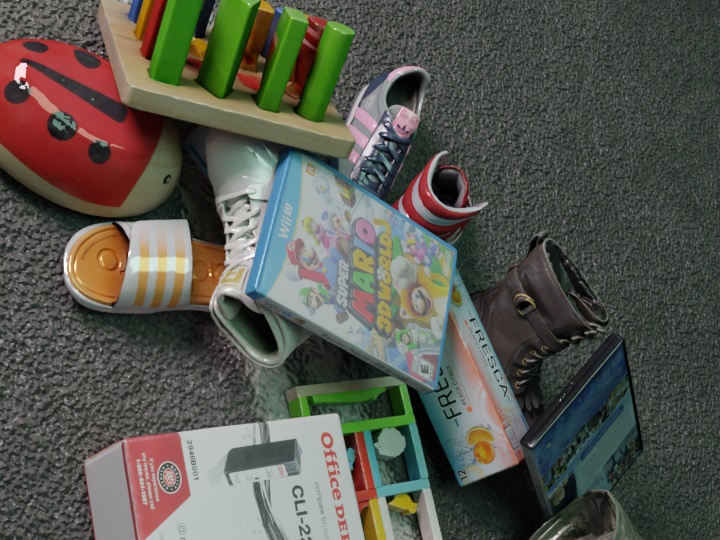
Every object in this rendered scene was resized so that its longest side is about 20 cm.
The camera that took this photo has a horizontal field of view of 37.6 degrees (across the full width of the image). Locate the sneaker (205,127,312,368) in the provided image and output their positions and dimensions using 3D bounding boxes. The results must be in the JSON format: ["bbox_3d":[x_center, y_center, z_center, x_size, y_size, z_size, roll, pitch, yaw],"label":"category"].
[{"bbox_3d":[-0.089,-0.021,0.875,0.202,0.073,0.116,67,26,-14],"label":"sneaker"}]

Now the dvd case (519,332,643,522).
[{"bbox_3d":[0.219,0.170,1.026,0.143,0.017,0.201,-45,139,-19],"label":"dvd case"}]

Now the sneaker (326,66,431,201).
[{"bbox_3d":[0.019,-0.125,1.058,0.070,0.082,0.202,30,57,-27],"label":"sneaker"}]

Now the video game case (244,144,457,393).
[{"bbox_3d":[0.000,0.000,0.898,0.199,0.018,0.145,31,56,-30],"label":"video game case"}]

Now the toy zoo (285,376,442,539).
[{"bbox_3d":[0.009,0.199,0.953,0.130,0.020,0.203,-1,71,-39],"label":"toy zoo"}]

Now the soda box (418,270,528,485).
[{"bbox_3d":[0.092,0.096,1.013,0.063,0.068,0.202,-14,79,-63],"label":"soda box"}]

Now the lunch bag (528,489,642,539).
[{"bbox_3d":[0.222,0.331,0.992,0.165,0.117,0.201,52,52,-22],"label":"lunch bag"}]

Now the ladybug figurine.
[{"bbox_3d":[-0.230,-0.123,0.868,0.198,0.072,0.137,25,58,-28],"label":"ladybug figurine"}]

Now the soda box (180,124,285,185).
[{"bbox_3d":[-0.072,-0.064,0.966,0.201,0.063,0.068,54,34,-7],"label":"soda box"}]

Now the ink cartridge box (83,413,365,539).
[{"bbox_3d":[-0.099,0.199,0.825,0.198,0.083,0.146,-1,71,-39],"label":"ink cartridge box"}]

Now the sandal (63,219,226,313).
[{"bbox_3d":[-0.147,-0.007,0.892,0.205,0.059,0.080,5,67,-37],"label":"sandal"}]

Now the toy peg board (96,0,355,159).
[{"bbox_3d":[-0.106,-0.202,0.903,0.198,0.099,0.200,11,28,-27],"label":"toy peg board"}]

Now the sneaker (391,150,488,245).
[{"bbox_3d":[0.087,-0.070,1.050,0.071,0.112,0.200,49,33,3],"label":"sneaker"}]

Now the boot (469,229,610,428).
[{"bbox_3d":[0.175,0.078,1.033,0.069,0.174,0.202,-31,90,-42],"label":"boot"}]
